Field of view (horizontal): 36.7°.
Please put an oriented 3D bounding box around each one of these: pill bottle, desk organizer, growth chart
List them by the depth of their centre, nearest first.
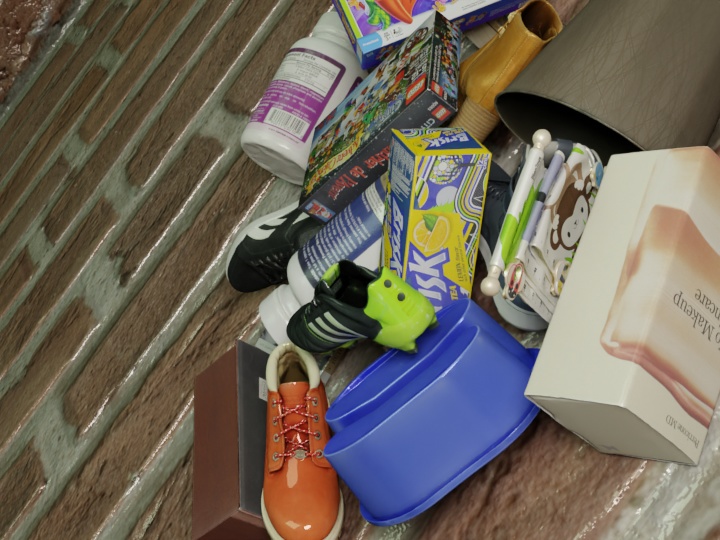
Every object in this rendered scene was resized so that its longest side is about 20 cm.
[{"bbox_3d":[0.158,-0.018,0.797,0.018,0.200,0.145,7,74,41],"label":"growth chart"},{"bbox_3d":[0.000,0.000,1.051,0.200,0.111,0.111,-40,34,15],"label":"pill bottle"},{"bbox_3d":[-0.117,0.176,1.077,0.077,0.072,0.200,-38,39,30],"label":"desk organizer"},{"bbox_3d":[-0.056,-0.215,1.342,0.112,0.112,0.200,8,66,56],"label":"pill bottle"}]

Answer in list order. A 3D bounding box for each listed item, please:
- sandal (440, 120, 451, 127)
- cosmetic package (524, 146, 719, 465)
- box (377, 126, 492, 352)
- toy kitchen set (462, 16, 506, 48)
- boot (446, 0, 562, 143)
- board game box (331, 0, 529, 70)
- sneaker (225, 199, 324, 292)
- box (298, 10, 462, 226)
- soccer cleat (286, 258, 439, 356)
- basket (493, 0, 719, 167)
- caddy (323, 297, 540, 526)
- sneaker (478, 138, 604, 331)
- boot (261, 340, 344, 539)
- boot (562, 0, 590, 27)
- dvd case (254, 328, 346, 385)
[{"bbox_3d":[0.056,-0.132,1.170,0.212,0.078,0.070,27,117,48],"label":"sandal"},{"bbox_3d":[0.207,0.023,0.768,0.087,0.103,0.200,0,62,50],"label":"cosmetic package"},{"bbox_3d":[0.059,-0.020,0.942,0.064,0.070,0.200,-120,31,-56],"label":"box"},{"bbox_3d":[0.128,-0.392,1.213,0.180,0.163,0.200,-40,34,22],"label":"toy kitchen set"},{"bbox_3d":[0.139,-0.200,1.049,0.144,0.071,0.201,-54,10,26],"label":"boot"},{"bbox_3d":[0.068,-0.310,1.131,0.200,0.135,0.045,-23,-11,-5],"label":"board game box"},{"bbox_3d":[-0.077,-0.013,1.184,0.200,0.073,0.112,-36,33,26],"label":"sneaker"},{"bbox_3d":[0.019,-0.151,1.084,0.200,0.038,0.137,-39,28,36],"label":"box"},{"bbox_3d":[-0.013,0.028,0.920,0.068,0.081,0.200,-51,22,-25],"label":"soccer cleat"},{"bbox_3d":[0.237,-0.176,0.891,0.180,0.136,0.200,30,79,34],"label":"basket"},{"bbox_3d":[0.063,0.119,0.872,0.200,0.105,0.141,-40,13,11],"label":"caddy"},{"bbox_3d":[0.139,-0.070,0.917,0.202,0.077,0.146,-109,24,-45],"label":"sneaker"},{"bbox_3d":[-0.059,0.158,0.980,0.075,0.107,0.200,-7,43,-2],"label":"boot"},{"bbox_3d":[0.239,-0.220,0.986,0.200,0.075,0.097,-49,28,32],"label":"boot"},{"bbox_3d":[-0.031,0.024,1.172,0.200,0.016,0.149,-59,32,-7],"label":"dvd case"}]
